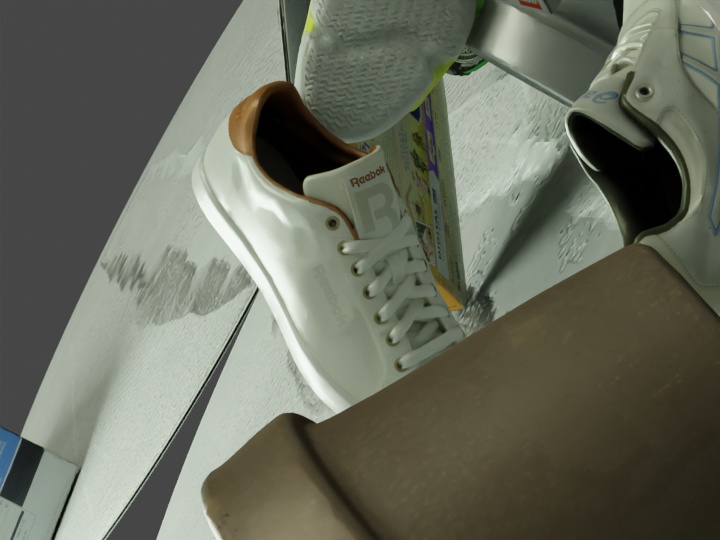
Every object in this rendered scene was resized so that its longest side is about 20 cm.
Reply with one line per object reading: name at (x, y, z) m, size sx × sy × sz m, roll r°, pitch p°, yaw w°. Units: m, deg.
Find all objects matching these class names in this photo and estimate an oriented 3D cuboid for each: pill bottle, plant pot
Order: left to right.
plant pot at (0.071, 0.088, 0.991) m, size 0.175 × 0.200 × 0.200 m, roll -43°, pitch 15°, yaw 4°
pill bottle at (0.138, -0.171, 1.369) m, size 0.201 × 0.114 × 0.114 m, roll -61°, pitch 13°, yaw 3°

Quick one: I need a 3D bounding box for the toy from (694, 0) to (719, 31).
toy at (0.158, -0.153, 1.091) m, size 0.115 × 0.047 × 0.200 m, roll -41°, pitch 40°, yaw 9°

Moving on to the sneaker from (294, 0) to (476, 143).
sneaker at (0.024, -0.151, 1.391) m, size 0.201 × 0.075 × 0.105 m, roll -62°, pitch 7°, yaw -4°

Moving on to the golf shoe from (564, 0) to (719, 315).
golf shoe at (0.122, -0.074, 1.120) m, size 0.078 × 0.097 × 0.201 m, roll -47°, pitch 45°, yaw 46°

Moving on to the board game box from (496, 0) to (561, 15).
board game box at (0.076, -0.216, 1.298) m, size 0.126 × 0.035 × 0.201 m, roll 18°, pitch 69°, yaw 32°

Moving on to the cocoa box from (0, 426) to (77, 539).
cocoa box at (-0.345, 0.224, 2.398) m, size 0.200 × 0.131 × 0.134 m, roll -47°, pitch 20°, yaw 49°

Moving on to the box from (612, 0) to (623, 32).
box at (0.181, -0.145, 1.195) m, size 0.200 × 0.050 × 0.158 m, roll -50°, pitch 36°, yaw 41°

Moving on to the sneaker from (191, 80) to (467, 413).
sneaker at (0.000, 0.000, 1.312) m, size 0.073 × 0.200 × 0.085 m, roll -30°, pitch -17°, yaw -39°

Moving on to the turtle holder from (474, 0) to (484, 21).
turtle holder at (0.075, -0.204, 1.497) m, size 0.141 × 0.184 × 0.132 m, roll -51°, pitch -36°, yaw -50°

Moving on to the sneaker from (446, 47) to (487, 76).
sneaker at (0.087, -0.209, 1.724) m, size 0.201 × 0.078 × 0.085 m, roll -64°, pitch 14°, yaw -11°

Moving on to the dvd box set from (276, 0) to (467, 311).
dvd box set at (0.008, -0.071, 1.482) m, size 0.200 × 0.029 × 0.147 m, roll 38°, pitch -136°, yaw -67°
